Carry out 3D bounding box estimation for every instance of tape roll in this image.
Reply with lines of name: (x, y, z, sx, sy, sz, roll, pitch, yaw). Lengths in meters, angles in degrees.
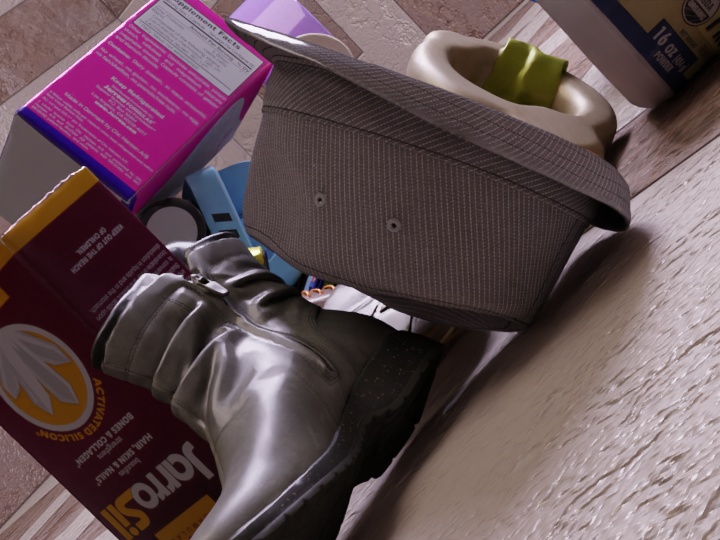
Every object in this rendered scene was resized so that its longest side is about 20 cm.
tape roll: (-0.028, -0.144, 1.219, 0.066, 0.200, 0.200, -43, 5, 2)

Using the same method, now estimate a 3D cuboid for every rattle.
rattle: (0.074, -0.046, 0.833, 0.143, 0.130, 0.200, -53, 28, 21)

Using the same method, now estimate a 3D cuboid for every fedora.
fedora: (0.016, -0.031, 0.655, 0.091, 0.199, 0.177, -68, -19, 0)

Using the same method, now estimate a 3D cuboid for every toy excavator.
toy excavator: (-0.068, -0.050, 1.068, 0.199, 0.196, 0.100, -23, -6, -13)

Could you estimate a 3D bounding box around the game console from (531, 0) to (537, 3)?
game console: (0.214, -0.251, 1.109, 0.200, 0.170, 0.119, -55, -14, -65)

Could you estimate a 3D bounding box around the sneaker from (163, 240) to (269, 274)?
sneaker: (-0.118, 0.075, 0.962, 0.074, 0.084, 0.201, 67, -141, -78)

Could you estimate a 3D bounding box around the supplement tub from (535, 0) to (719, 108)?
supplement tub: (0.179, -0.202, 0.800, 0.200, 0.144, 0.144, -43, 5, 12)

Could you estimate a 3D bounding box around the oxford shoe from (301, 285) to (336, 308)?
oxford shoe: (-0.022, 0.032, 0.918, 0.200, 0.073, 0.071, -47, 5, -26)

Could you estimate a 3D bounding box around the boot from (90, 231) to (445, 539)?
boot: (-0.058, 0.061, 0.607, 0.200, 0.130, 0.068, -46, -23, -55)

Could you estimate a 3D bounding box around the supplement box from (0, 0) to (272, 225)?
supplement box: (-0.163, -0.103, 1.074, 0.200, 0.103, 0.101, -50, -2, -44)

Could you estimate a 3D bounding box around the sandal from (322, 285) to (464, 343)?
sandal: (0.027, 0.013, 0.776, 0.080, 0.054, 0.200, -24, 17, 9)

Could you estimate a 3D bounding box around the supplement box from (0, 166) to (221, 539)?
supplement box: (-0.127, 0.061, 0.815, 0.110, 0.200, 0.086, -40, 7, 38)

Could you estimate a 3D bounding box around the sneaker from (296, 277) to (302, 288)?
sneaker: (-0.064, -0.002, 1.166, 0.078, 0.075, 0.201, 22, -97, -73)

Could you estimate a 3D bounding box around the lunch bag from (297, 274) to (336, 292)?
lunch bag: (0.000, 0.000, 1.051, 0.201, 0.094, 0.151, -60, 5, -7)
